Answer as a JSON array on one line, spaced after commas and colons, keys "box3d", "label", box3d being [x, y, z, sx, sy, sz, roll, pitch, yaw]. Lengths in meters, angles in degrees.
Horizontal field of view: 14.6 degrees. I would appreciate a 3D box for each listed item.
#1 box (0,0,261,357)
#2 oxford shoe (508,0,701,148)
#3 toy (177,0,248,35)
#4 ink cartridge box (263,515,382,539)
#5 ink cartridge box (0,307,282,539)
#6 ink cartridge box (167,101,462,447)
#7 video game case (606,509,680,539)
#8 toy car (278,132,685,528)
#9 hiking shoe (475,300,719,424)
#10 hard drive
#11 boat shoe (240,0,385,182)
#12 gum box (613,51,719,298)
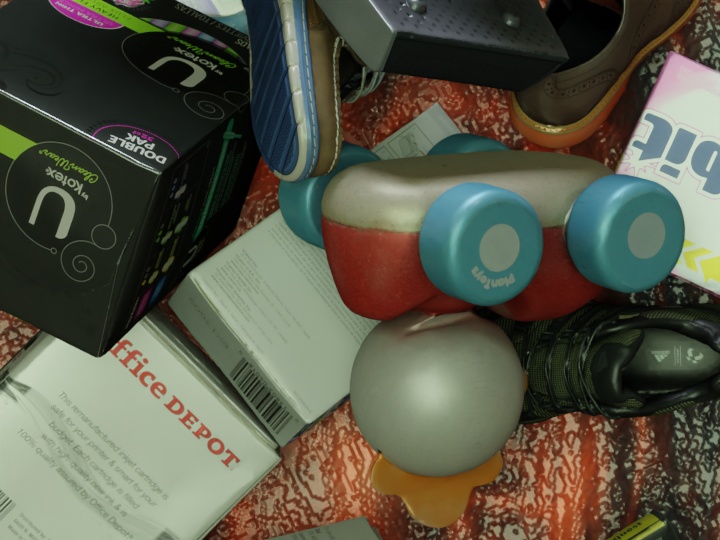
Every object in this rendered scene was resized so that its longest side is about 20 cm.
[{"box3d": [-0.150, -0.068, 1.554, 0.148, 0.200, 0.125, 26, 119, 10], "label": "box"}, {"box3d": [0.150, -0.162, 1.575, 0.071, 0.073, 0.200, 24, 66, 15], "label": "oxford shoe"}, {"box3d": [-0.025, -0.174, 1.635, 0.200, 0.047, 0.115, -34, 86, 6], "label": "toy"}, {"box3d": [-0.069, 0.237, 1.574, 0.199, 0.084, 0.147, -13, 108, -9], "label": "ink cartridge box"}, {"box3d": [-0.163, 0.117, 1.617, 0.200, 0.083, 0.147, -44, 99, 4], "label": "ink cartridge box"}, {"box3d": [0.000, 0.000, 1.614, 0.200, 0.050, 0.109, -36, 84, -29], "label": "ink cartridge box"}, {"box3d": [0.136, 0.263, 1.571, 0.180, 0.025, 0.201, -31, 105, -8], "label": "video game case"}, {"box3d": [0.059, 0.038, 1.524, 0.176, 0.184, 0.201, -4, 103, -31], "label": "toy car"}, {"box3d": [0.128, 0.048, 1.586, 0.199, 0.101, 0.076, -7, 88, 7], "label": "hiking shoe"}, {"box3d": [0.018, -0.174, 1.529, 0.042, 0.134, 0.200, -57, 45, 32], "label": "hard drive"}, {"box3d": [-0.020, -0.128, 1.533, 0.072, 0.072, 0.201, 7, 49, -17], "label": "boat shoe"}, {"box3d": [0.242, -0.030, 1.590, 0.199, 0.066, 0.114, 25, 91, 6], "label": "gum box"}]
